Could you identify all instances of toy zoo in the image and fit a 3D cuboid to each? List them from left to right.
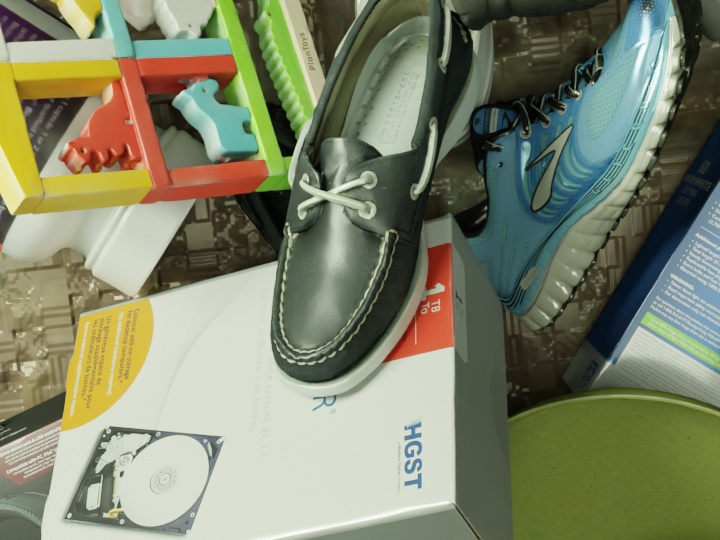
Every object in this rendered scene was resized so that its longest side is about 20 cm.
[{"bbox_3d":[-0.108,-0.093,0.717,0.199,0.020,0.132,-8,72,-34],"label":"toy zoo"}]

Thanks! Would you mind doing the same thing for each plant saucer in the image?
[{"bbox_3d":[0.136,0.128,0.806,0.199,0.031,0.201,5,129,6],"label":"plant saucer"}]

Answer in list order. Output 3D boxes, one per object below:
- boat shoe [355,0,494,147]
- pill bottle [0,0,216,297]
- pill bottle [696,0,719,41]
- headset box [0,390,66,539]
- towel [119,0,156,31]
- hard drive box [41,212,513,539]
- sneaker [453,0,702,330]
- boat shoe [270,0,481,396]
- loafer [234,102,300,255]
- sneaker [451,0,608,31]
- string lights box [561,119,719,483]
[{"bbox_3d":[0.033,-0.158,0.775,0.070,0.070,0.201,-2,98,-3],"label":"boat shoe"},{"bbox_3d":[-0.173,-0.074,0.756,0.199,0.111,0.112,32,96,-7],"label":"pill bottle"},{"bbox_3d":[0.147,-0.217,0.750,0.114,0.114,0.200,-39,99,3],"label":"pill bottle"},{"bbox_3d":[-0.175,0.164,0.810,0.148,0.077,0.201,-24,101,1],"label":"headset box"},{"bbox_3d":[-0.124,-0.252,0.772,0.191,0.032,0.200,37,96,-8],"label":"towel"},{"bbox_3d":[-0.036,0.077,0.718,0.199,0.156,0.077,-15,138,18],"label":"hard drive box"},{"bbox_3d":[0.097,-0.062,0.765,0.090,0.078,0.201,29,123,3],"label":"sneaker"},{"bbox_3d":[-0.001,-0.042,0.696,0.075,0.060,0.201,2,59,23],"label":"boat shoe"},{"bbox_3d":[0.000,0.000,0.797,0.068,0.070,0.201,-41,98,4],"label":"loafer"},{"bbox_3d":[0.079,-0.206,0.683,0.090,0.076,0.201,0,119,9],"label":"sneaker"},{"bbox_3d":[0.203,0.002,0.814,0.102,0.059,0.201,30,96,-7],"label":"string lights box"}]
